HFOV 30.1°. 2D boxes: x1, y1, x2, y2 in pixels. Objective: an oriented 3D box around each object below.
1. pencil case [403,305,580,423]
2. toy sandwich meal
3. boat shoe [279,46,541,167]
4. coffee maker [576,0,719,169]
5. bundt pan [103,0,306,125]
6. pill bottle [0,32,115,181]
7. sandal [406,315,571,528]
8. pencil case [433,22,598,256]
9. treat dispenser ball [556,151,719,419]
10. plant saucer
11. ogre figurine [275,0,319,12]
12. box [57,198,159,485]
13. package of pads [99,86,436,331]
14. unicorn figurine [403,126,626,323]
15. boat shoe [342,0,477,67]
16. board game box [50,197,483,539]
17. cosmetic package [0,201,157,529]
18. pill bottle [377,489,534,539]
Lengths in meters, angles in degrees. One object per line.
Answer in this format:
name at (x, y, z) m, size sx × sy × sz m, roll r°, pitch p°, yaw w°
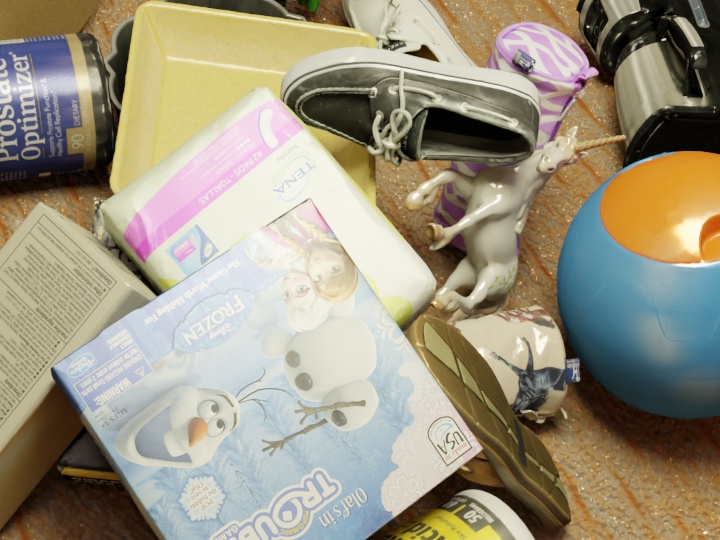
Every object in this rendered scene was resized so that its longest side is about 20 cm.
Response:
pencil case at (0.062, 0.086, 1.002) m, size 0.197 × 0.078 × 0.091 m, roll -10°, pitch 69°, yaw -18°
toy sandwich meal at (-0.286, -0.255, 1.138) m, size 0.070 × 0.206 × 0.205 m, roll 32°, pitch 53°, yaw 12°
boat shoe at (0.034, -0.111, 0.993) m, size 0.196 × 0.074 × 0.069 m, roll 10°, pitch 46°, yaw 1°
coffee maker at (0.309, -0.176, 1.241) m, size 0.190 × 0.135 × 0.202 m, roll 16°, pitch 48°, yaw -29°
bundt pan at (-0.121, -0.145, 1.145) m, size 0.199 × 0.076 × 0.204 m, roll 6°, pitch 54°, yaw -9°
pill bottle at (-0.304, -0.126, 1.075) m, size 0.197 × 0.112 × 0.113 m, roll -9°, pitch 54°, yaw -18°
sandal at (0.084, 0.118, 0.944) m, size 0.054 × 0.201 × 0.081 m, roll -27°, pitch 32°, yaw 19°
pencil case at (0.123, -0.102, 1.085) m, size 0.085 × 0.201 × 0.084 m, roll 31°, pitch 42°, yaw 14°
treat dispenser ball at (0.249, 0.011, 1.018) m, size 0.198 × 0.202 × 0.203 m, roll 5°, pitch 51°, yaw -7°
plant saucer at (-0.088, -0.113, 1.053) m, size 0.197 × 0.049 × 0.202 m, roll 7°, pitch 54°, yaw -8°
ogre figurine at (-0.043, -0.286, 1.189) m, size 0.198 × 0.100 × 0.119 m, roll -2°, pitch 2°, yaw 33°
box at (-0.125, 0.057, 0.966) m, size 0.157 × 0.049 × 0.203 m, roll 6°, pitch 73°, yaw -4°
package of pads at (-0.060, -0.011, 0.934) m, size 0.154 × 0.068 × 0.200 m, roll -39°, pitch 83°, yaw -15°
unicorn figurine at (0.101, -0.035, 1.032) m, size 0.136 × 0.201 × 0.074 m, roll -18°, pitch 54°, yaw -29°
boat shoe at (0.037, -0.197, 1.211) m, size 0.086 × 0.075 × 0.203 m, roll -6°, pitch 53°, yaw -55°
board game box at (-0.058, 0.090, 0.847) m, size 0.199 × 0.043 × 0.200 m, roll -34°, pitch 86°, yaw -17°
cosmetic package at (-0.231, 0.068, 0.899) m, size 0.105 × 0.071 × 0.201 m, roll 40°, pitch 89°, yaw 25°
pill bottle at (0.020, 0.232, 0.858) m, size 0.198 × 0.112 × 0.112 m, roll -25°, pitch 60°, yaw -27°
